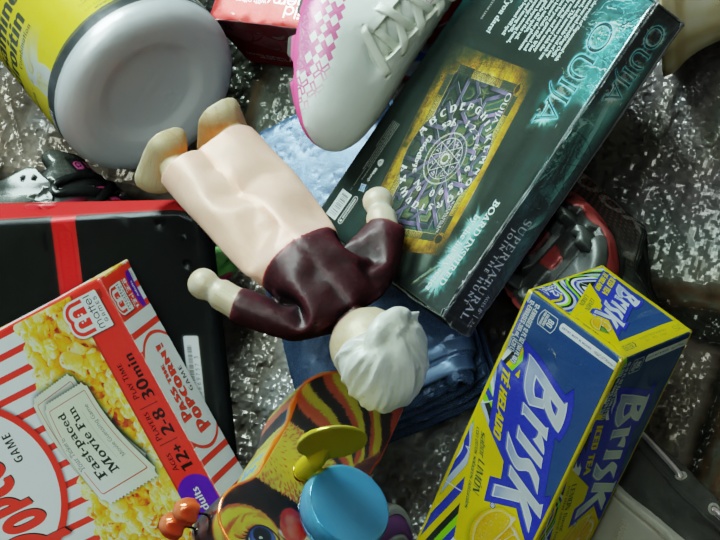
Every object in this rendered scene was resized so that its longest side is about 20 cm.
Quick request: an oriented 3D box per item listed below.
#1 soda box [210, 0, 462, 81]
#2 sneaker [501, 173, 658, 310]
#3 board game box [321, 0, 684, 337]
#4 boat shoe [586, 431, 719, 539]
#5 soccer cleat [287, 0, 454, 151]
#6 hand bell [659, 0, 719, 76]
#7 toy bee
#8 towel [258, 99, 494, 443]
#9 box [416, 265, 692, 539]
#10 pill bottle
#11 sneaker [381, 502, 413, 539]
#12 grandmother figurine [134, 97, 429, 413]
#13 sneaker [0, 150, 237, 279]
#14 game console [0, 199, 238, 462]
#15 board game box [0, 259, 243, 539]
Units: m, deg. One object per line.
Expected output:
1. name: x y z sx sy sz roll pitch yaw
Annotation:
1. soda box: 0.019 -0.152 1.549 0.200 0.063 0.070 9 74 25
2. sneaker: 0.103 -0.027 1.466 0.071 0.098 0.200 -48 40 14
3. board game box: 0.071 -0.077 1.429 0.200 0.028 0.135 -55 41 4
4. boat shoe: 0.144 0.121 1.411 0.200 0.057 0.067 49 128 32
5. soccer cleat: 0.023 -0.159 1.467 0.086 0.070 0.200 3 67 41
6. hand bell: 0.263 -0.163 1.460 0.200 0.104 0.104 -3 69 7
7. toy bee: -0.042 0.122 1.362 0.131 0.109 0.200 -54 18 28
8. towel: 0.000 0.000 1.508 0.112 0.049 0.200 -23 65 12
9. box: 0.091 0.099 1.366 0.064 0.070 0.200 37 122 26
10. pill bottle: -0.166 -0.154 1.585 0.112 0.112 0.200 -43 47 1
11. sneaker: -0.056 0.199 1.449 0.100 0.075 0.200 28 74 34
12. grandmother figurine: -0.030 -0.005 1.401 0.121 0.061 0.200 -33 61 -11
13. sneaker: -0.164 -0.029 1.559 0.200 0.077 0.084 8 72 20
14. game console: -0.155 0.060 1.504 0.177 0.031 0.200 -2 104 17
15. board game box: -0.179 0.106 1.482 0.200 0.046 0.152 -27 95 21
